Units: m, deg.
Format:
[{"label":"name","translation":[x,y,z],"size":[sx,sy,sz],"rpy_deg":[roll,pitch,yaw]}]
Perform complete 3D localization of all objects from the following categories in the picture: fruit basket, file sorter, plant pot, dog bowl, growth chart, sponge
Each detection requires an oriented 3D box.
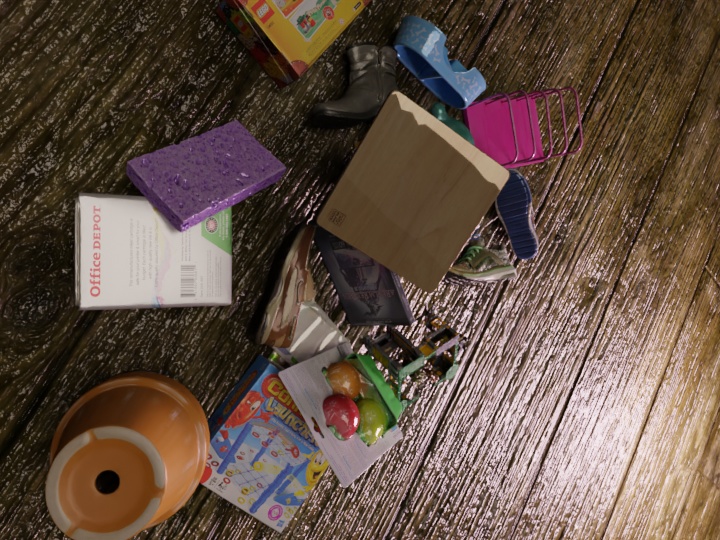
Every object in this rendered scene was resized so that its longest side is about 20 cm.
[{"label":"fruit basket","translation":[-0.026,0.216,0.836],"size":[0.199,0.094,0.187],"rpy_deg":[-17,70,-55]},{"label":"file sorter","translation":[0.325,-0.282,1.058],"size":[0.197,0.125,0.142],"rpy_deg":[-15,98,-29]},{"label":"plant pot","translation":[-0.292,0.238,0.662],"size":[0.196,0.183,0.204],"rpy_deg":[1,85,-14]},{"label":"dog bowl","translation":[0.138,-0.366,0.960],"size":[0.199,0.111,0.050],"rpy_deg":[35,90,-28]},{"label":"growth chart","translation":[-0.088,0.132,0.903],"size":[0.144,0.018,0.201],"rpy_deg":[-42,112,-21]},{"label":"sponge","translation":[-0.208,-0.139,0.747],"size":[0.112,0.030,0.200],"rpy_deg":[45,47,6]}]

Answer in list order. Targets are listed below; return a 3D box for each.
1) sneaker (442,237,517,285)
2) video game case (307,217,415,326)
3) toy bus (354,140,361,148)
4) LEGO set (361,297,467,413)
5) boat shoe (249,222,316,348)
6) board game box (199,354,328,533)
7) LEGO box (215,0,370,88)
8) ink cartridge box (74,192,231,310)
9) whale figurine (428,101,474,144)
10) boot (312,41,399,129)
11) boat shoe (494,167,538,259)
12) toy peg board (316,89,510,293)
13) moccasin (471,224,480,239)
[{"label":"sneaker","translation":[0.225,-0.019,1.060],"size":[0.197,0.076,0.090],"rpy_deg":[-2,81,-36]},{"label":"video game case","translation":[0.000,0.000,0.877],"size":[0.019,0.141,0.203],"rpy_deg":[-35,110,-41]},{"label":"toy bus","translation":[0.100,-0.137,0.876],"size":[0.189,0.136,0.202],"rpy_deg":[-24,127,1]},{"label":"LEGO set","translation":[0.087,0.153,0.977],"size":[0.198,0.116,0.155],"rpy_deg":[-32,138,-21]},{"label":"boat shoe","translation":[-0.109,0.027,0.848],"size":[0.073,0.075,0.203],"rpy_deg":[23,84,-22]},{"label":"board game box","translation":[-0.143,0.275,0.848],"size":[0.200,0.056,0.197],"rpy_deg":[44,77,-25]},{"label":"LEGO box","translation":[-0.098,-0.414,0.830],"size":[0.149,0.077,0.201],"rpy_deg":[46,71,-24]},{"label":"ink cartridge box","translation":[-0.285,-0.025,0.737],"size":[0.197,0.087,0.148],"rpy_deg":[0,92,-32]},{"label":"whale figurine","translation":[0.120,-0.212,0.938],"size":[0.198,0.104,0.161],"rpy_deg":[8,110,-38]},{"label":"boot","translation":[-0.010,-0.315,0.904],"size":[0.198,0.067,0.133],"rpy_deg":[-16,97,-36]},{"label":"boat shoe","translation":[0.318,-0.124,1.097],"size":[0.073,0.071,0.203],"rpy_deg":[-69,145,-55]},{"label":"toy peg board","translation":[0.067,-0.111,0.761],"size":[0.197,0.098,0.202],"rpy_deg":[30,101,-14]},{"label":"moccasin","translation":[0.208,-0.096,1.031],"size":[0.201,0.080,0.068],"rpy_deg":[-50,119,-18]}]
